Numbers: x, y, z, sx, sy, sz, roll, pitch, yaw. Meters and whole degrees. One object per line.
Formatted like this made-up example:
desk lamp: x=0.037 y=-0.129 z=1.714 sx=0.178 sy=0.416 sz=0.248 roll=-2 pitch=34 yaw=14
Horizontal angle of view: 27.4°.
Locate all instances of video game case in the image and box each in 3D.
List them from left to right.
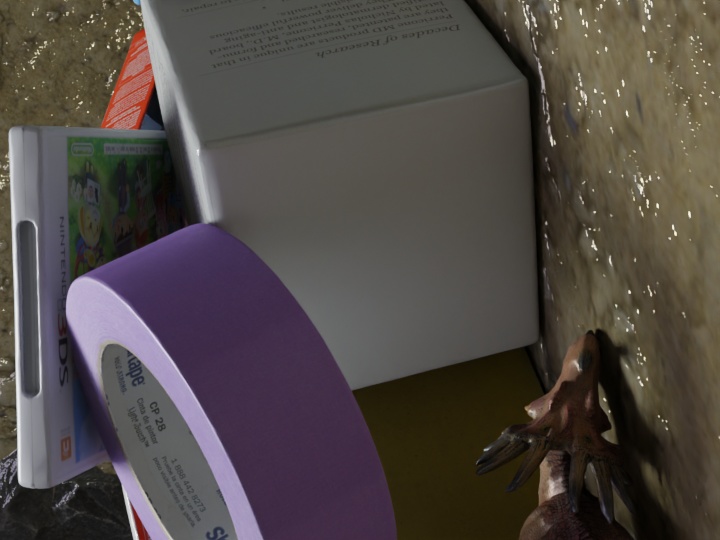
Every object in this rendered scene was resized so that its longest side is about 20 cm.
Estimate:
video game case: x=-0.140 y=0.012 z=0.831 sx=0.200 sy=0.022 sz=0.183 roll=-17 pitch=-72 yaw=-76

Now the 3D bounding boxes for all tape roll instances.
tape roll: x=-0.066 y=0.082 z=0.707 sx=0.200 sy=0.065 sz=0.201 roll=45 pitch=150 yaw=35

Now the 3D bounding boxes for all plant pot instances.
plant pot: x=0.026 y=0.170 z=0.859 sx=0.200 sy=0.176 sz=0.201 roll=91 pitch=163 yaw=-55

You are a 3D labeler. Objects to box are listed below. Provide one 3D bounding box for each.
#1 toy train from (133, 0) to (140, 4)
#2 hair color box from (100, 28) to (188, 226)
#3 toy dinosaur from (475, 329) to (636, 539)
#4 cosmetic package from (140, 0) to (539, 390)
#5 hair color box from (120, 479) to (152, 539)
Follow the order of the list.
toy train: x=-0.086 y=-0.137 z=0.960 sx=0.114 sy=0.086 sz=0.201 roll=-162 pitch=58 yaw=-67
hair color box: x=-0.133 y=-0.079 z=1.051 sx=0.101 sy=0.061 sz=0.201 roll=37 pitch=-131 yaw=-32
toy dinosaur: x=0.104 y=0.139 z=0.667 sx=0.136 sy=0.085 sz=0.200 roll=99 pitch=151 yaw=-49
cosmetic package: x=-0.014 y=-0.059 z=0.809 sx=0.200 sy=0.166 sz=0.168 roll=-115 pitch=15 yaw=-53
hair color box: x=-0.089 y=0.203 z=0.860 sx=0.111 sy=0.064 sz=0.201 roll=125 pitch=132 yaw=-76
